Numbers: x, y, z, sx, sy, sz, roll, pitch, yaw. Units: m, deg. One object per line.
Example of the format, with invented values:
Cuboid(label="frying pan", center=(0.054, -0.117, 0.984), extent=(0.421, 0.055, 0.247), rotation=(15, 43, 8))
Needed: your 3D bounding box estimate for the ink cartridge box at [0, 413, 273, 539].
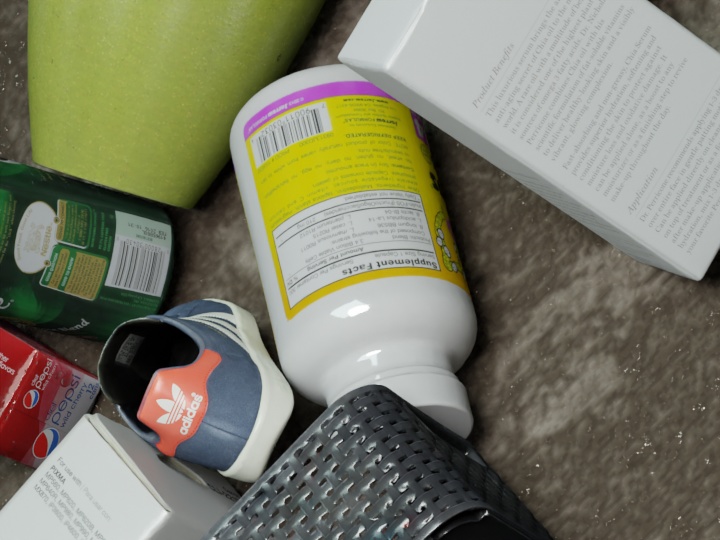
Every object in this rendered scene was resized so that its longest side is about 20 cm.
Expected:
Cuboid(label="ink cartridge box", center=(-0.144, 0.187, 1.393), extent=(0.200, 0.144, 0.084), rotation=(-50, 56, 4))

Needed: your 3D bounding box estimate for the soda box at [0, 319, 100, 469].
Cuboid(label="soda box", center=(-0.242, 0.042, 1.557), extent=(0.200, 0.070, 0.064), rotation=(27, 88, 36))

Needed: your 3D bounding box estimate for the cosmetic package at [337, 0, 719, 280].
Cuboid(label="cosmetic package", center=(0.102, -0.090, 1.328), extent=(0.102, 0.200, 0.071), rotation=(-58, 22, -4))

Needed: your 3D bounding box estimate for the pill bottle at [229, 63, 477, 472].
Cuboid(label="pill bottle", center=(0.000, 0.000, 1.412), extent=(0.104, 0.104, 0.200), rotation=(-25, 59, 20))

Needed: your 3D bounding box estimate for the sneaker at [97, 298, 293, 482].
Cuboid(label="sneaker", center=(-0.099, 0.048, 1.415), extent=(0.075, 0.084, 0.200), rotation=(-67, 20, 3))

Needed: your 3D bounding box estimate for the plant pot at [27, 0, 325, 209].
Cuboid(label="plant pot", center=(-0.108, -0.142, 1.507), extent=(0.187, 0.187, 0.201), rotation=(18, 92, 35))

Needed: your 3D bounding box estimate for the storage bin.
Cuboid(label="storage bin", center=(-0.011, 0.169, 1.325), extent=(0.200, 0.135, 0.094), rotation=(-47, 54, 6))

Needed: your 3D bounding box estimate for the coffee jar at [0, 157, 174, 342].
Cuboid(label="coffee jar", center=(-0.205, -0.020, 1.473), extent=(0.104, 0.200, 0.086), rotation=(9, 84, 48))
